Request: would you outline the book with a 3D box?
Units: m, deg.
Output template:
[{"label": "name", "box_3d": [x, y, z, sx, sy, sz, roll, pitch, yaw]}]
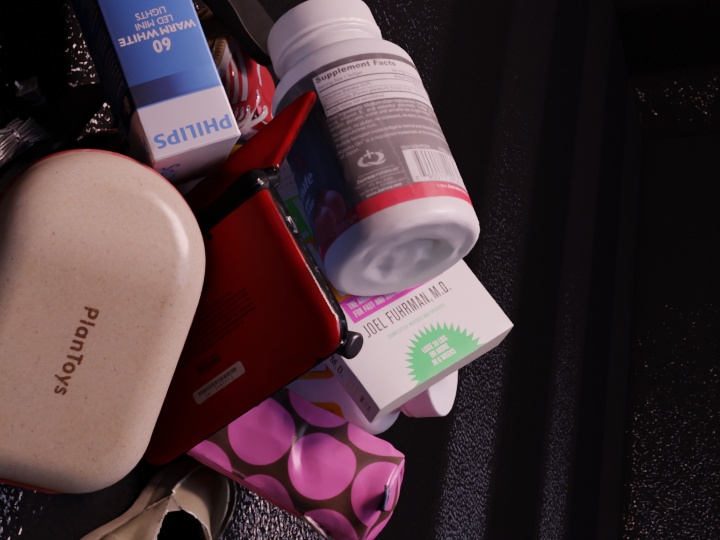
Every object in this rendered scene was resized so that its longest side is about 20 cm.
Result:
[{"label": "book", "box_3d": [0.000, 0.000, 0.901, 0.133, 0.200, 0.048, -28, 162, -32]}]

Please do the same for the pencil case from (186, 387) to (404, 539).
[{"label": "pencil case", "box_3d": [-0.066, 0.131, 0.892, 0.094, 0.200, 0.091, -58, 169, -27]}]

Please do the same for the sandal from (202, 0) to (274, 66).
[{"label": "sandal", "box_3d": [-0.116, -0.246, 0.927, 0.200, 0.045, 0.075, 49, 29, -19]}]

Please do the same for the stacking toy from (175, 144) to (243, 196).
[{"label": "stacking toy", "box_3d": [-0.094, -0.053, 0.981, 0.200, 0.146, 0.147, 13, 74, -48]}]

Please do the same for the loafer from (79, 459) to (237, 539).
[{"label": "loafer", "box_3d": [-0.132, 0.193, 0.872, 0.200, 0.068, 0.076, -37, 121, -65]}]

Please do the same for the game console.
[{"label": "game console", "box_3d": [-0.085, 0.006, 0.810, 0.119, 0.200, 0.173, -18, 75, -54]}]

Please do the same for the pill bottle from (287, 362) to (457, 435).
[{"label": "pill bottle", "box_3d": [-0.029, 0.077, 0.975, 0.111, 0.199, 0.112, -3, 90, -69]}]

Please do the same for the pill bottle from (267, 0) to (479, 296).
[{"label": "pill bottle", "box_3d": [0.001, -0.092, 0.862, 0.111, 0.110, 0.201, 38, 29, -63]}]

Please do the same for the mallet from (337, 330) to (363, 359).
[{"label": "mallet", "box_3d": [-0.082, 0.037, 0.859, 0.066, 0.200, 0.041, -49, 133, -17]}]

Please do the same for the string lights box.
[{"label": "string lights box", "box_3d": [-0.143, -0.158, 0.773, 0.103, 0.059, 0.201, 150, -80, -73]}]

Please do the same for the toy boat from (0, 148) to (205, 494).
[{"label": "toy boat", "box_3d": [-0.176, 0.025, 0.730, 0.130, 0.131, 0.201, 20, 92, -25]}]

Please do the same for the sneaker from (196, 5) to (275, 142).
[{"label": "sneaker", "box_3d": [-0.115, -0.125, 0.962, 0.200, 0.071, 0.113, -69, 145, -50]}]

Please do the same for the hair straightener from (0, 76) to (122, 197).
[{"label": "hair straightener", "box_3d": [-0.212, -0.080, 0.761, 0.200, 0.041, 0.077, -53, 135, -53]}]
